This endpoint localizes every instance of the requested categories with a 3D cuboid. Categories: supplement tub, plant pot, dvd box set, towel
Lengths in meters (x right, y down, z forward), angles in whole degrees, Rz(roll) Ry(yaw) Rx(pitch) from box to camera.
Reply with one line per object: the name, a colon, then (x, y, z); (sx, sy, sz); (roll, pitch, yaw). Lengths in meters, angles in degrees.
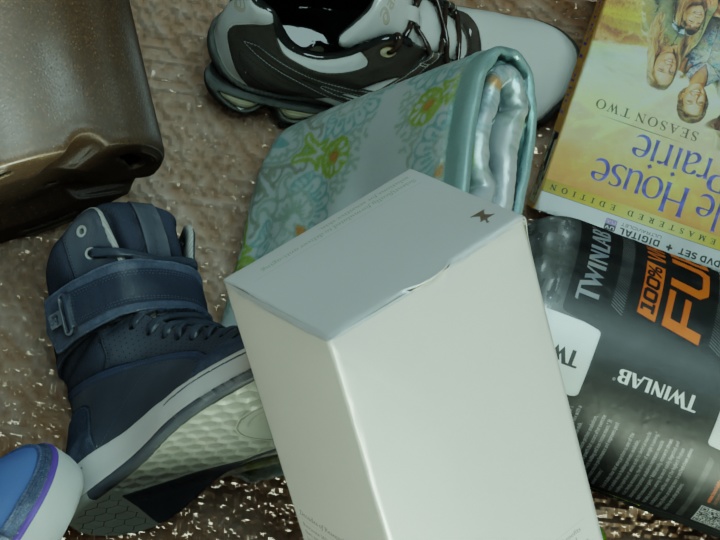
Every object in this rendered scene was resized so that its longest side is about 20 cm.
supplement tub: (0.131, 0.049, 1.416); (0.199, 0.123, 0.123); (20, 65, -4)
plant pot: (-0.193, -0.121, 1.386); (0.200, 0.200, 0.199); (-14, 79, -18)
dvd box set: (0.185, -0.104, 1.490); (0.146, 0.029, 0.201); (19, 95, -5)
towel: (0.000, 0.000, 1.384); (0.048, 0.171, 0.201); (31, 60, -34)

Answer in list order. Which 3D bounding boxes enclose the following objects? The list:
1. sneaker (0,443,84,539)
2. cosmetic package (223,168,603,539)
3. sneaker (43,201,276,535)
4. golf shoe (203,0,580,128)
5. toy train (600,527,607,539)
sneaker: (-0.235, 0.110, 1.296); (0.200, 0.081, 0.147); (-42, 113, -12)
cosmetic package: (0.029, 0.073, 1.233); (0.107, 0.085, 0.201); (-30, 121, -25)
sneaker: (-0.077, 0.020, 1.348); (0.077, 0.202, 0.147); (15, 57, -38)
golf shoe: (0.024, -0.111, 1.475); (0.199, 0.095, 0.078); (-1, 67, -15)
toy train: (0.120, 0.165, 1.343); (0.200, 0.085, 0.116); (-28, 107, -5)
